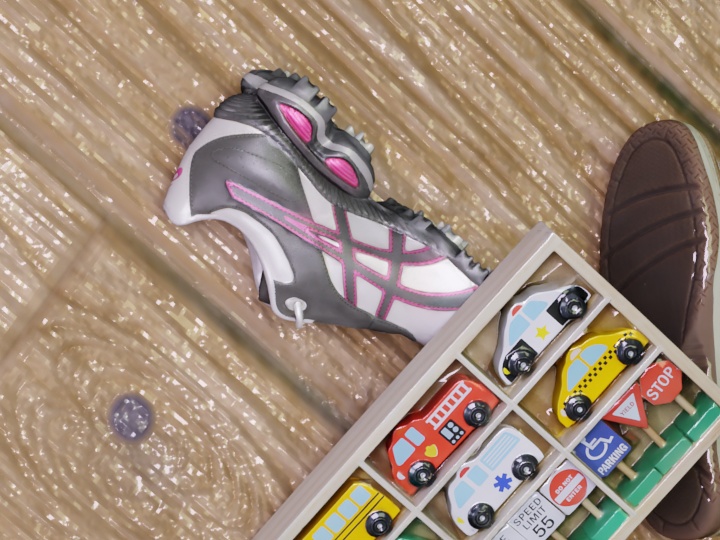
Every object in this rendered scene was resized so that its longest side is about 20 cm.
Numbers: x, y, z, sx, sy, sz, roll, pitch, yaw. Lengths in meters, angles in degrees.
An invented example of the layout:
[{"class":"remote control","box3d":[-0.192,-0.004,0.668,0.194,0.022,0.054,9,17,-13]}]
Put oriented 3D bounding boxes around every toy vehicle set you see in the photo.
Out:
[{"class":"toy vehicle set","box3d":[0.059,0.093,1.195,0.124,0.027,0.200,40,94,-17]}]

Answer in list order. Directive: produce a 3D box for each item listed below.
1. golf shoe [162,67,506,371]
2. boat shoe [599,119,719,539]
[{"class":"golf shoe","box3d":[0.000,0.000,1.214,0.200,0.077,0.088,44,84,-12]},{"class":"boat shoe","box3d":[0.165,0.028,1.299,0.076,0.071,0.201,-3,91,-43]}]
